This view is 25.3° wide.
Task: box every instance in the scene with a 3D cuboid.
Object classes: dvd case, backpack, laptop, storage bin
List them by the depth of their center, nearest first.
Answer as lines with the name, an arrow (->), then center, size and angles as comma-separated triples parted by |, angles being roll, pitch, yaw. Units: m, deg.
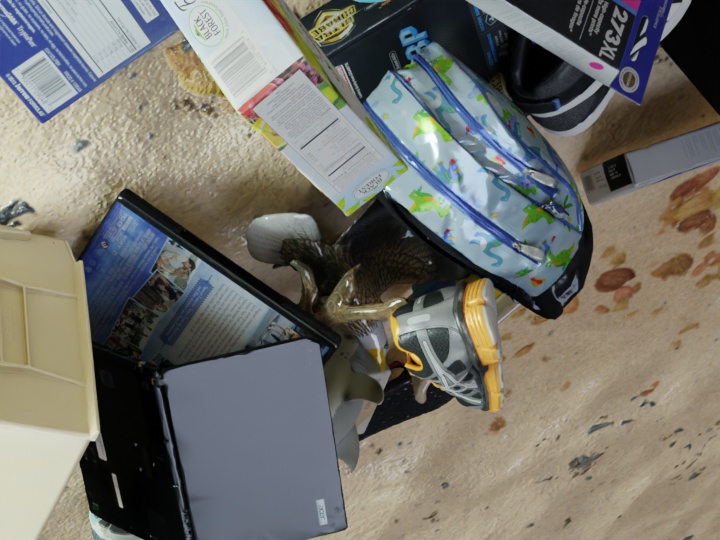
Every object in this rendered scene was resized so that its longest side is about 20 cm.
storage bin -> -0.270, 0.102, 1.155 | 0.093, 0.199, 0.201 | 12, 129, -25
backpack -> 0.077, -0.073, 1.177 | 0.199, 0.164, 0.154 | 17, 120, -32
dvd case -> -0.131, 0.044, 1.225 | 0.143, 0.199, 0.018 | -52, -174, 32
laptop -> -0.127, 0.124, 1.244 | 0.103, 0.199, 0.178 | -33, 126, -40
laptop -> 0.332, -0.169, 1.318 | 0.199, 0.178, 0.103 | 3, 134, -41

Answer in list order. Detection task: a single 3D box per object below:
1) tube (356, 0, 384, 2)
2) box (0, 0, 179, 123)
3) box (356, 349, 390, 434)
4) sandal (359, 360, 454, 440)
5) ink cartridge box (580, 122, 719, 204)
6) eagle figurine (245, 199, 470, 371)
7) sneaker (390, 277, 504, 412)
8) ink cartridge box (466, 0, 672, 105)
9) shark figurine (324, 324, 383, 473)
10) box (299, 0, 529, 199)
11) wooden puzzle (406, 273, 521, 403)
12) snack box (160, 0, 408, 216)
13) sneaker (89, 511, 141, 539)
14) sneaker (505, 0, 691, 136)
tube -> 0.001, -0.266, 1.040 | 0.077, 0.050, 0.201 | -26, 142, -17
box -> -0.153, -0.188, 1.020 | 0.199, 0.032, 0.121 | -33, 147, 0
box -> -0.083, 0.106, 1.419 | 0.199, 0.078, 0.095 | -10, 140, -30
sandal -> 0.015, 0.125, 1.568 | 0.199, 0.045, 0.075 | -27, 144, 19
ink cartridge box -> 0.306, -0.109, 1.450 | 0.199, 0.037, 0.095 | -16, 177, -18
eagle figurine -> 0.001, 0.007, 1.296 | 0.200, 0.151, 0.152 | -44, 148, -56
sneaker -> 0.069, 0.058, 1.215 | 0.077, 0.079, 0.200 | -9, 157, 4
ink cartridge box -> 0.147, -0.204, 1.136 | 0.199, 0.037, 0.095 | 27, 74, -28
shark figurine -> -0.044, 0.148, 1.316 | 0.215, 0.128, 0.090 | -46, 130, -16
box -> 0.049, -0.155, 1.219 | 0.158, 0.046, 0.200 | -31, 148, -3
wooden puzzle -> 0.102, 0.004, 1.376 | 0.037, 0.185, 0.200 | 40, 103, -16
snack box -> -0.065, -0.139, 0.947 | 0.053, 0.200, 0.142 | -38, 148, 6
sneaker -> -0.164, 0.217, 1.518 | 0.199, 0.078, 0.086 | -7, 152, -23
sneaker -> 0.184, -0.199, 1.206 | 0.201, 0.073, 0.112 | -59, 152, 5
